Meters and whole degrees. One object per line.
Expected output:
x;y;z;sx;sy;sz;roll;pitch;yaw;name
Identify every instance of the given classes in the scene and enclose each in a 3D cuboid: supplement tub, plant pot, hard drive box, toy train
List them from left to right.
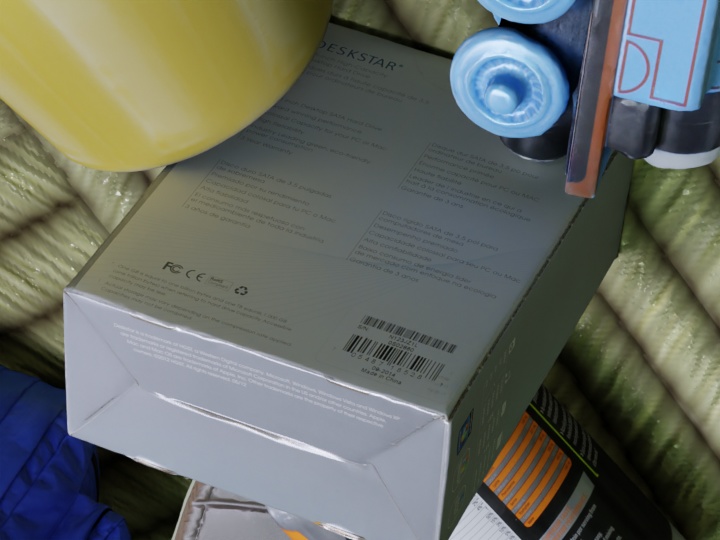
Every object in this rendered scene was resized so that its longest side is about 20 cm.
-0.106;-0.145;1.059;0.200;0.201;0.189;-2;138;31;plant pot
0.000;0.000;1.094;0.155;0.200;0.077;19;133;17;hard drive box
0.042;0.099;1.197;0.200;0.123;0.122;47;134;-14;supplement tub
0.099;-0.117;1.025;0.114;0.087;0.201;15;129;12;toy train

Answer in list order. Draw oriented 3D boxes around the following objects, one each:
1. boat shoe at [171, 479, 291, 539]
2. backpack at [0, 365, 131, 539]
-0.051;0.118;1.309;0.071;0.076;0.200;33;112;-2;boat shoe
-0.190;0.145;1.324;0.167;0.200;0.163;20;131;2;backpack
